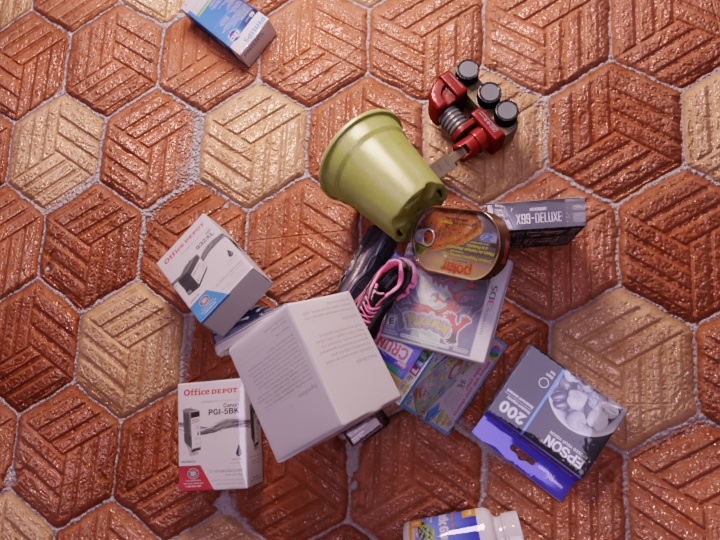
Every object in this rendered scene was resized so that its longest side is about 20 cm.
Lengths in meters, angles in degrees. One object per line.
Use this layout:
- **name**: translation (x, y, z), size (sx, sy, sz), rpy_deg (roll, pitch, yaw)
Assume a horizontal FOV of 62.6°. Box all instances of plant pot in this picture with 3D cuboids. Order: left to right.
- **plant pot**: translation (0.054, -0.158, 1.090), size (0.200, 0.200, 0.184), rpy_deg (-43, 62, 1)

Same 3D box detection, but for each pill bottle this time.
- **pill bottle**: translation (0.179, 0.472, 1.012), size (0.197, 0.112, 0.114), rpy_deg (-15, 77, 8)

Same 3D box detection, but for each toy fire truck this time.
- **toy fire truck**: translation (0.181, -0.274, 1.157), size (0.199, 0.129, 0.177), rpy_deg (-36, 75, -7)

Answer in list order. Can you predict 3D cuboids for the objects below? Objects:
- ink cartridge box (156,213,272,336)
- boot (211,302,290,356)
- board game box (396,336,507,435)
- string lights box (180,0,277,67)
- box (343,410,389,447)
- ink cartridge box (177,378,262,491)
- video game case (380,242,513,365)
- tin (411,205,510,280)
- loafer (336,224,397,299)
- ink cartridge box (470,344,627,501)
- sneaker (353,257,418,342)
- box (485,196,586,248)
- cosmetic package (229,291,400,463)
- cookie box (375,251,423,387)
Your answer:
- **ink cartridge box**: translation (-0.292, 0.006, 1.175), size (0.145, 0.084, 0.200), rpy_deg (-46, 56, -2)
- **boot**: translation (-0.215, 0.089, 1.182), size (0.198, 0.073, 0.091), rpy_deg (-26, 70, 6)
- **board game box**: translation (0.162, 0.181, 1.068), size (0.134, 0.034, 0.201), rpy_deg (37, 87, -28)
- **string lights box**: translation (-0.295, -0.559, 1.323), size (0.200, 0.059, 0.103), rpy_deg (41, 90, 15)
- **box**: translation (-0.034, 0.222, 1.107), size (0.075, 0.100, 0.201), rpy_deg (-35, 75, 3)
- **ink cartridge box**: translation (-0.272, 0.313, 1.146), size (0.144, 0.083, 0.203), rpy_deg (-7, 79, 11)
- **video game case**: translation (0.148, 0.052, 1.034), size (0.198, 0.023, 0.185), rpy_deg (11, 76, 30)
- **tin**: translation (0.163, -0.046, 0.986), size (0.199, 0.041, 0.114), rpy_deg (16, 97, 51)
- **loafer**: translation (0.000, 0.000, 1.166), size (0.063, 0.072, 0.201), rpy_deg (26, 79, 34)
- **ink cartridge box**: translation (0.331, 0.270, 1.056), size (0.197, 0.043, 0.201), rpy_deg (34, 89, 15)
- **sneaker**: translation (0.021, 0.057, 1.021), size (0.079, 0.095, 0.201), rpy_deg (34, 90, 13)
- **box**: translation (0.299, -0.078, 1.043), size (0.155, 0.200, 0.051), rpy_deg (-4, 83, 11)
- **cosmetic package**: translation (-0.073, 0.167, 0.957), size (0.164, 0.164, 0.202), rpy_deg (-35, 74, 32)
- **cookie box**: translation (0.079, 0.098, 1.119), size (0.170, 0.075, 0.201), rpy_deg (35, 88, 15)
